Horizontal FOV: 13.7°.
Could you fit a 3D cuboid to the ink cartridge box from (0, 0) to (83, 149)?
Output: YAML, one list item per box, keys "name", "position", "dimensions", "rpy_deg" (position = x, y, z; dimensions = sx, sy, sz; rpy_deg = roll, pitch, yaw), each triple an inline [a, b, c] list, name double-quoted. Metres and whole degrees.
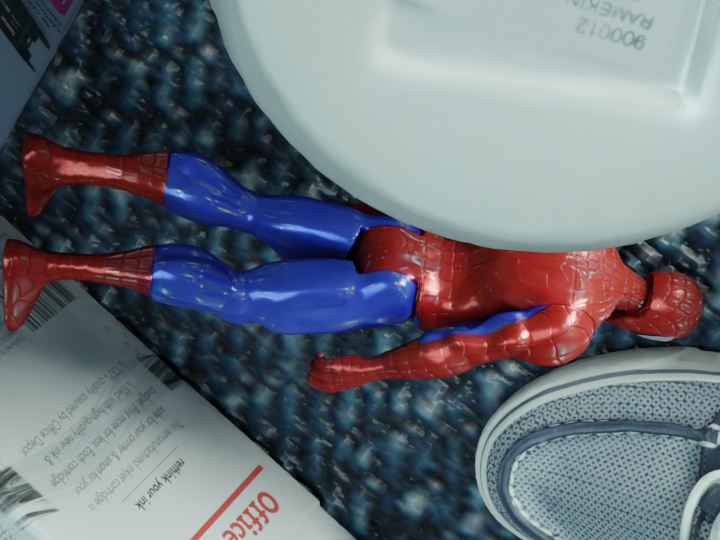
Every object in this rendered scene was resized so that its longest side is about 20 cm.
- name: "ink cartridge box"
  position: [-0.150, -0.029, 0.835]
  dimensions: [0.119, 0.200, 0.042]
  rpy_deg: [-26, 116, 26]

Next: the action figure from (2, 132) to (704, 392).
- name: "action figure"
  position: [0.000, 0.000, 0.863]
  dimensions: [0.199, 0.066, 0.052]
  rpy_deg: [5, 142, 2]

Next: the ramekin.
- name: "ramekin"
  position: [0.048, -0.103, 0.756]
  dimensions: [0.199, 0.098, 0.201]
  rpy_deg: [-1, 118, -3]

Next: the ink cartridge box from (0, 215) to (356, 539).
- name: "ink cartridge box"
  position: [-0.090, 0.074, 0.899]
  dimensions: [0.200, 0.116, 0.068]
  rpy_deg: [42, 118, 2]

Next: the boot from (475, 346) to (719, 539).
- name: "boot"
  position: [0.119, 0.073, 0.837]
  dimensions: [0.199, 0.090, 0.073]
  rpy_deg: [3, 111, 19]
